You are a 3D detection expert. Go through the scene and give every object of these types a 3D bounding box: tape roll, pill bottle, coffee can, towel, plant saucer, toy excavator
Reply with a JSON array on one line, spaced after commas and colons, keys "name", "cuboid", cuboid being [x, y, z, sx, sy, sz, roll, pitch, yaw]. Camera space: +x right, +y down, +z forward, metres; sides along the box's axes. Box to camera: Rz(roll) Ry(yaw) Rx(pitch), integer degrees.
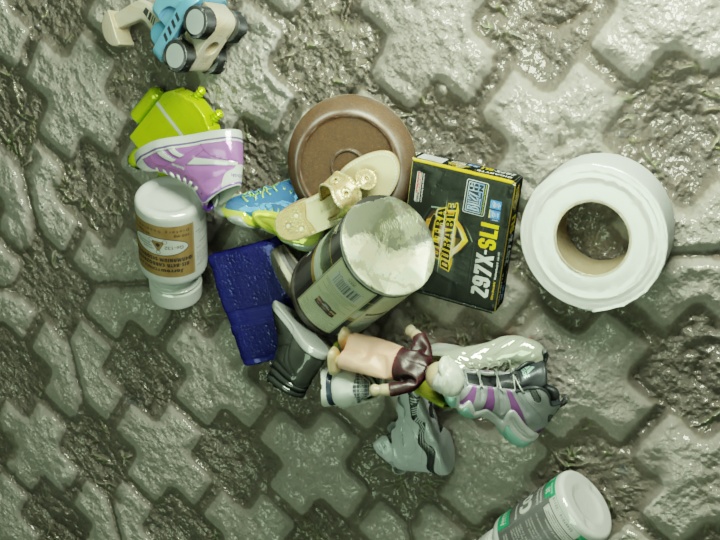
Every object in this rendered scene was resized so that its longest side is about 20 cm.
[{"name": "tape roll", "cuboid": [0.319, -0.051, 1.325, 0.199, 0.071, 0.206, 9, 111, 23]}, {"name": "pill bottle", "cuboid": [0.272, 0.400, 1.486, 0.113, 0.113, 0.200, 47, 121, 3]}, {"name": "coffee can", "cuboid": [0.000, 0.000, 1.417, 0.147, 0.146, 0.200, 51, 147, 1]}, {"name": "towel", "cuboid": [-0.159, 0.050, 1.617, 0.145, 0.050, 0.203, -12, 104, 26]}, {"name": "plant saucer", "cuboid": [-0.016, -0.155, 1.447, 0.196, 0.035, 0.204, 2, 105, 9]}, {"name": "pill bottle", "cuboid": [-0.305, -0.041, 1.600, 0.113, 0.115, 0.203, 21, 132, 18]}, {"name": "towel", "cuboid": [0.054, 0.155, 1.452, 0.198, 0.086, 0.018, 27, 99, 26]}, {"name": "toy excavator", "cuboid": [-0.296, -0.379, 1.511, 0.201, 0.099, 0.195, 51, 121, 17]}]

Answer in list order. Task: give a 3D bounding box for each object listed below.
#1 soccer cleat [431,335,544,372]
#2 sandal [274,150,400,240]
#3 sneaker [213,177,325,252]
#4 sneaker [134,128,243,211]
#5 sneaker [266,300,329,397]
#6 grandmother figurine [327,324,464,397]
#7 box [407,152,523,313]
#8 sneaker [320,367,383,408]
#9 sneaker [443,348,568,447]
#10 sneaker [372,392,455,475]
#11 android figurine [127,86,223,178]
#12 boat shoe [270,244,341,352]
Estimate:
[{"name": "soccer cleat", "cuboid": [0.177, 0.139, 1.459, 0.197, 0.077, 0.071, -4, 106, 27]}, {"name": "sandal", "cuboid": [-0.036, -0.097, 1.412, 0.209, 0.070, 0.078, -28, 99, 16]}, {"name": "sneaker", "cuboid": [-0.136, -0.110, 1.539, 0.197, 0.076, 0.107, 22, 105, 10]}, {"name": "sneaker", "cuboid": [-0.268, -0.147, 1.516, 0.197, 0.072, 0.117, -5, 88, 30]}, {"name": "sneaker", "cuboid": [-0.113, 0.119, 1.486, 0.070, 0.200, 0.100, 26, 101, -27]}, {"name": "grandmother figurine", "cuboid": [0.056, 0.129, 1.369, 0.197, 0.123, 0.061, 14, 157, 29]}, {"name": "box", "cuboid": [0.142, -0.055, 1.426, 0.157, 0.049, 0.204, 15, 114, 19]}, {"name": "sneaker", "cuboid": [0.002, 0.174, 1.495, 0.079, 0.200, 0.078, -6, 91, 16]}, {"name": "sneaker", "cuboid": [0.210, 0.156, 1.398, 0.198, 0.078, 0.140, 30, 117, -26]}, {"name": "sneaker", "cuboid": [0.069, 0.233, 1.549, 0.113, 0.075, 0.203, -14, 101, 30]}, {"name": "android figurine", "cuboid": [-0.296, -0.212, 1.592, 0.183, 0.041, 0.200, 50, 122, 3]}, {"name": "boat shoe", "cuboid": [-0.067, 0.035, 1.545, 0.201, 0.073, 0.074, 55, 165, -17]}]
